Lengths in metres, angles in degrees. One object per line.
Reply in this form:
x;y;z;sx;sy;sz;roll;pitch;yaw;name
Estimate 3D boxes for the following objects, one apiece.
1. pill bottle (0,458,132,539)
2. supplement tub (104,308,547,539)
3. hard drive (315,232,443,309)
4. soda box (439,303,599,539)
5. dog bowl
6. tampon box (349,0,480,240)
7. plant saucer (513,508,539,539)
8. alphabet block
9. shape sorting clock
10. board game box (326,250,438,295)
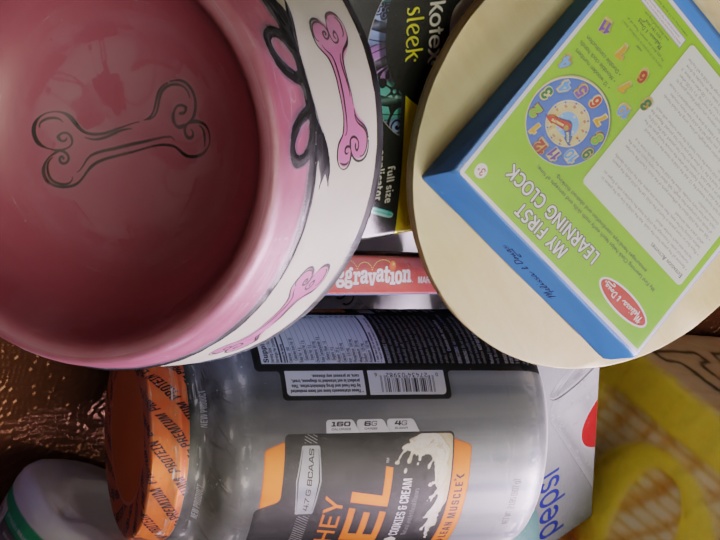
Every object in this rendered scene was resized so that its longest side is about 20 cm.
-0.165;0.205;0.862;0.113;0.113;0.201;20;105;-44;pill bottle
-0.019;0.080;0.846;0.198;0.123;0.123;1;119;-20;supplement tub
0.027;-0.006;0.937;0.200;0.027;0.132;-48;136;-1;hard drive
0.094;0.085;1.001;0.068;0.063;0.201;-31;142;-21;soda box
-0.095;-0.052;0.668;0.201;0.199;0.074;-68;168;18;dog bowl
0.036;-0.114;0.782;0.199;0.126;0.151;-13;118;-28;tampon box
0.008;0.174;0.978;0.198;0.036;0.201;-5;128;-6;plant saucer
0.242;0.167;1.103;0.199;0.196;0.197;6;113;-40;alphabet block
0.110;-0.052;0.753;0.199;0.039;0.202;-9;110;-25;shape sorting clock
0.000;0.000;0.805;0.199;0.102;0.020;1;93;-51;board game box
